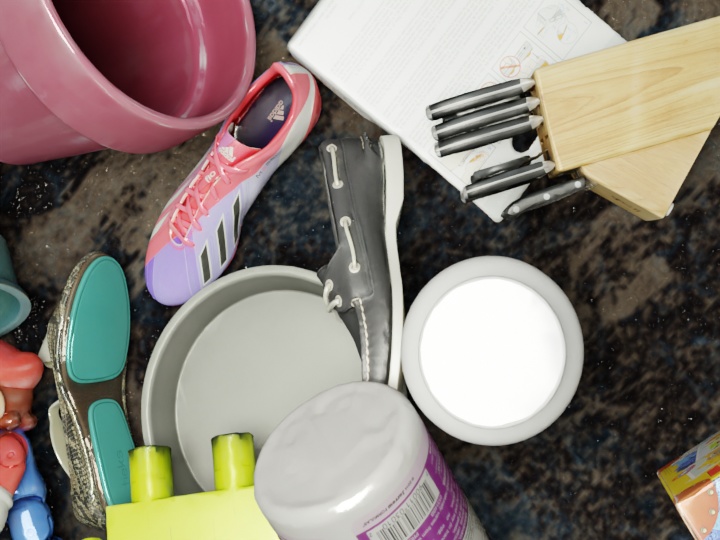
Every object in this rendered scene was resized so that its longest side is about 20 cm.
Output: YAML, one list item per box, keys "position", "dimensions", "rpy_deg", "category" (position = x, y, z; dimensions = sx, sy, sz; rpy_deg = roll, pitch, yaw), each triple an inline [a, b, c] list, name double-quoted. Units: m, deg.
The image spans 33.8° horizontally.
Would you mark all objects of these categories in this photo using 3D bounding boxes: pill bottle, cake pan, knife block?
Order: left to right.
- position: [-0.060, 0.099, 0.852]
  dimensions: [0.196, 0.037, 0.204]
  rpy_deg: [-1, 85, 12]
  category: "cake pan"
- position: [0.023, 0.176, 0.748]
  dimensions: [0.111, 0.113, 0.202]
  rpy_deg: [-24, 122, 9]
  category: "pill bottle"
- position: [0.081, 0.049, 0.738]
  dimensions: [0.109, 0.200, 0.113]
  rpy_deg: [0, 87, 6]
  category: "pill bottle"
- position: [0.148, -0.118, 0.798]
  dimensions: [0.174, 0.064, 0.202]
  rpy_deg: [30, 92, 2]
  category: "knife block"

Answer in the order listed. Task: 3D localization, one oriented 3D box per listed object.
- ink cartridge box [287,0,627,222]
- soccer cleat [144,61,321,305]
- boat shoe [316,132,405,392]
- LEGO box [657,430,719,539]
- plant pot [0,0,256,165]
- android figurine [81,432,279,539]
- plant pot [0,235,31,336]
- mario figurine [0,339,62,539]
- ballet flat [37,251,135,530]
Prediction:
- position: [0.071, -0.161, 0.854]
  dimensions: [0.199, 0.050, 0.163]
  rpy_deg: [39, 93, -4]
  category: "ink cartridge box"
- position: [-0.099, -0.064, 0.856]
  dimensions: [0.066, 0.076, 0.201]
  rpy_deg: [37, 93, 13]
  category: "soccer cleat"
- position: [0.000, 0.000, 0.797]
  dimensions: [0.059, 0.074, 0.204]
  rpy_deg: [0, 71, -3]
  category: "boat shoe"
- position: [0.260, 0.120, 0.697]
  dimensions: [0.148, 0.200, 0.078]
  rpy_deg: [-34, 80, 6]
  category: "LEGO box"
- position: [-0.201, -0.164, 0.827]
  dimensions: [0.177, 0.198, 0.204]
  rpy_deg: [-19, 80, 37]
  category: "plant pot"
- position: [-0.107, 0.214, 0.792]
  dimensions: [0.178, 0.041, 0.204]
  rpy_deg: [-7, 72, 5]
  category: "android figurine"
- position: [-0.355, -0.052, 0.861]
  dimensions: [0.197, 0.200, 0.199]
  rpy_deg: [-17, 74, 10]
  category: "plant pot"
- position: [-0.271, 0.143, 0.848]
  dimensions: [0.122, 0.105, 0.203]
  rpy_deg: [-22, 85, 42]
  category: "mario figurine"
- position: [-0.206, 0.091, 0.877]
  dimensions: [0.074, 0.067, 0.204]
  rpy_deg: [-12, 83, 37]
  category: "ballet flat"
